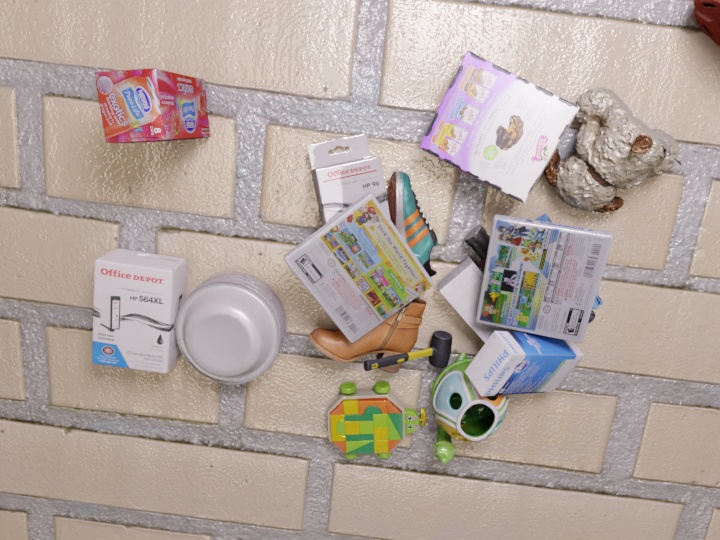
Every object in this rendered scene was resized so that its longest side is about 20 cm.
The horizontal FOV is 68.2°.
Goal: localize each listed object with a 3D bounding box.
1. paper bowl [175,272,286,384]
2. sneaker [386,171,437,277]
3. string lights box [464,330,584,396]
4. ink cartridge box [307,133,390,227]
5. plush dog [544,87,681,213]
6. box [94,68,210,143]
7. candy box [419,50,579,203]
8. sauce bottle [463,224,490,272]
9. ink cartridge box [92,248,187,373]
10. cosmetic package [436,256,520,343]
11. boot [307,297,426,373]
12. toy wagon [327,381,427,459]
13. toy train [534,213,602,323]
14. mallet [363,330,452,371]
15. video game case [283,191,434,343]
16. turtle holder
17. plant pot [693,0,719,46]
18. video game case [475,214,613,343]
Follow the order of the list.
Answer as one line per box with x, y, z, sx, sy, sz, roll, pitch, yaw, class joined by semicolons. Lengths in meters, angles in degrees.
-0.243;0.113;0.986;0.198;0.104;0.203;1;105;2;paper bowl
0.094;-0.077;0.949;0.079;0.071;0.203;-8;103;-11;sneaker
0.293;0.165;0.943;0.198;0.059;0.103;7;125;-35;string lights box
-0.017;-0.128;0.921;0.115;0.068;0.202;-13;102;-9;ink cartridge box
0.405;-0.172;0.885;0.199;0.161;0.172;34;130;-5;plush dog
-0.317;-0.256;0.841;0.094;0.200;0.101;-1;105;4;box
0.224;-0.232;0.878;0.199;0.072;0.169;30;104;8;candy box
0.265;0.004;0.964;0.065;0.065;0.200;-40;98;11;sauce bottle
-0.410;0.074;0.989;0.144;0.084;0.202;8;105;-1;ink cartridge box
0.237;0.077;0.988;0.082;0.051;0.200;-40;100;13;cosmetic package
0.016;0.098;0.981;0.198;0.077;0.157;19;110;-9;boot
0.034;0.299;1.057;0.197;0.040;0.157;-2;105;2;toy wagon
0.345;0.002;0.932;0.086;0.114;0.200;-34;103;30;toy train
0.092;0.147;0.967;0.198;0.041;0.067;3;106;-38;mallet
0.000;0.000;0.903;0.181;0.023;0.201;-35;111;5;video game case
0.191;0.257;0.994;0.185;0.132;0.142;-32;102;9;turtle holder
0.627;-0.431;0.783;0.200;0.201;0.195;40;111;-8;plant pot
0.294;0.016;0.876;0.180;0.022;0.202;10;120;13;video game case
